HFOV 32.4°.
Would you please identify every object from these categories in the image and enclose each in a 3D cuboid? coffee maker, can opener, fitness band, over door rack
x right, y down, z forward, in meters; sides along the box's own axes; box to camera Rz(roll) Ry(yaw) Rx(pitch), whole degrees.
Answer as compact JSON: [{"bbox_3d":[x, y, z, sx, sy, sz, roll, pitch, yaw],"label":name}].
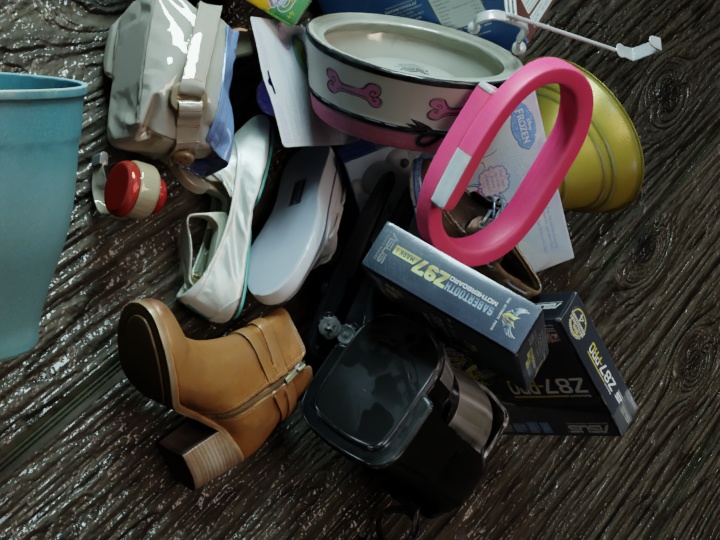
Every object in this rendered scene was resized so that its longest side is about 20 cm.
[{"bbox_3d":[0.040,0.159,1.167,0.200,0.134,0.193,42,56,-58],"label":"coffee maker"},{"bbox_3d":[0.000,0.000,1.196,0.079,0.063,0.201,-71,179,-77],"label":"can opener"},{"bbox_3d":[0.125,-0.093,1.078,0.143,0.037,0.201,13,113,-50],"label":"fitness band"},{"bbox_3d":[0.178,-0.272,1.137,0.199,0.067,0.149,3,79,-29],"label":"over door rack"}]

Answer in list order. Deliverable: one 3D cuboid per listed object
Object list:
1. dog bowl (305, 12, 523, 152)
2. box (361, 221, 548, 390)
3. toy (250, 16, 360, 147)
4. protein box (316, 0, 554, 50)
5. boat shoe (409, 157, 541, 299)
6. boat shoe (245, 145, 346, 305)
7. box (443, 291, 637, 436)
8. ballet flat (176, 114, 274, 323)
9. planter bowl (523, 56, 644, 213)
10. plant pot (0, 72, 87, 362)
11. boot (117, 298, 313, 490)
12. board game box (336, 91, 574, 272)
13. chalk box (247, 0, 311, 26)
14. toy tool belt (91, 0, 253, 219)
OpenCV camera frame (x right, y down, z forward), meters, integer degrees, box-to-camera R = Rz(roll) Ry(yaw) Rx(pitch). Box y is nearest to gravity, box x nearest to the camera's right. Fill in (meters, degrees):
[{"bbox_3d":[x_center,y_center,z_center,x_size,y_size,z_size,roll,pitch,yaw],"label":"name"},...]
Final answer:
[{"bbox_3d":[0.042,-0.169,1.118,0.200,0.200,0.074,-16,126,-46],"label":"dog bowl"},{"bbox_3d":[0.092,0.038,1.131,0.051,0.157,0.200,-59,165,-7],"label":"box"},{"bbox_3d":[-0.062,-0.168,1.163,0.200,0.047,0.116,-18,93,-67],"label":"toy"},{"bbox_3d":[0.062,-0.315,1.228,0.200,0.198,0.135,58,43,-25],"label":"protein box"},{"bbox_3d":[0.114,-0.040,1.188,0.200,0.072,0.073,51,36,-39],"label":"boat shoe"},{"bbox_3d":[-0.048,-0.035,1.163,0.065,0.073,0.201,55,39,-35],"label":"boat shoe"},{"bbox_3d":[0.168,0.100,1.298,0.049,0.199,0.162,-53,123,-36],"label":"box"},{"bbox_3d":[-0.124,-0.055,1.114,0.069,0.069,0.201,23,70,-43],"label":"ballet flat"},{"bbox_3d":[0.214,-0.131,1.393,0.083,0.200,0.201,-36,112,-26],"label":"planter bowl"},{"bbox_3d":[-0.289,-0.038,0.853,0.199,0.199,0.189,-10,108,-46],"label":"plant pot"},{"bbox_3d":[-0.119,0.074,1.067,0.155,0.073,0.201,-37,134,-30],"label":"boot"},{"bbox_3d":[0.099,-0.066,1.247,0.198,0.043,0.201,-21,121,-3],"label":"board game box"},{"bbox_3d":[-0.090,-0.307,1.094,0.199,0.124,0.125,23,105,-40],"label":"chalk box"},{"bbox_3d":[-0.146,-0.131,1.051,0.122,0.125,0.201,14,72,-38],"label":"toy tool belt"}]
